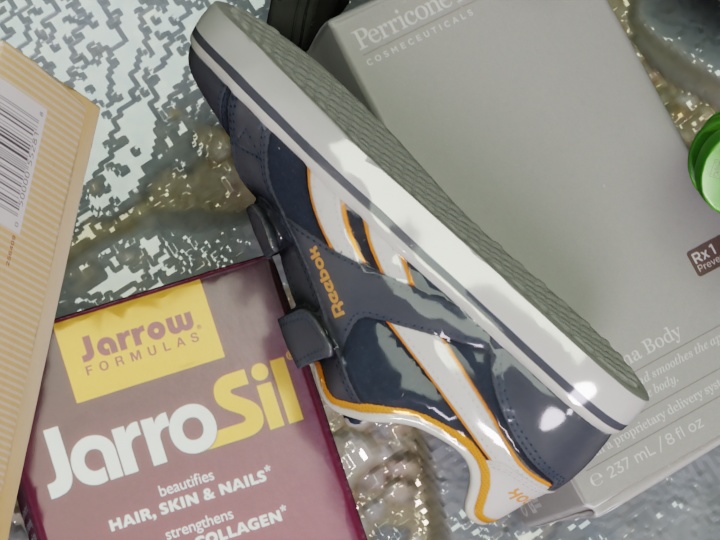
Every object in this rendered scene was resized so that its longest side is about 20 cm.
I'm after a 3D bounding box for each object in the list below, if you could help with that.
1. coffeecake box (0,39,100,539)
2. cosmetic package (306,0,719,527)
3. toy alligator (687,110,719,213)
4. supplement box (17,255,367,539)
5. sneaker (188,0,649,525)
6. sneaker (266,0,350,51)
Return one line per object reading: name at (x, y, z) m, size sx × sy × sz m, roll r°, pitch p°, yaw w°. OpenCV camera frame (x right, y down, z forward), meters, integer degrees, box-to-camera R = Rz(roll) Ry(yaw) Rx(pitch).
coffeecake box at (-0.203, 0.000, 0.782) m, size 0.199 × 0.073 × 0.155 m, roll 6°, pitch 77°, yaw 23°
cosmetic package at (0.068, -0.017, 0.865) m, size 0.106 × 0.090 × 0.201 m, roll -29°, pitch 89°, yaw -16°
toy alligator at (0.150, -0.043, 0.846) m, size 0.054 × 0.200 × 0.060 m, roll 21°, pitch 107°, yaw 9°
supplement box at (-0.055, 0.109, 0.823) m, size 0.110 × 0.086 × 0.201 m, roll -17°, pitch 83°, yaw -11°
sneaker at (0.000, 0.000, 0.785) m, size 0.200 × 0.078 × 0.079 m, roll 46°, pitch 103°, yaw 9°
sneaker at (0.044, -0.158, 0.900) m, size 0.104 × 0.060 × 0.201 m, roll 23°, pitch 73°, yaw -1°
